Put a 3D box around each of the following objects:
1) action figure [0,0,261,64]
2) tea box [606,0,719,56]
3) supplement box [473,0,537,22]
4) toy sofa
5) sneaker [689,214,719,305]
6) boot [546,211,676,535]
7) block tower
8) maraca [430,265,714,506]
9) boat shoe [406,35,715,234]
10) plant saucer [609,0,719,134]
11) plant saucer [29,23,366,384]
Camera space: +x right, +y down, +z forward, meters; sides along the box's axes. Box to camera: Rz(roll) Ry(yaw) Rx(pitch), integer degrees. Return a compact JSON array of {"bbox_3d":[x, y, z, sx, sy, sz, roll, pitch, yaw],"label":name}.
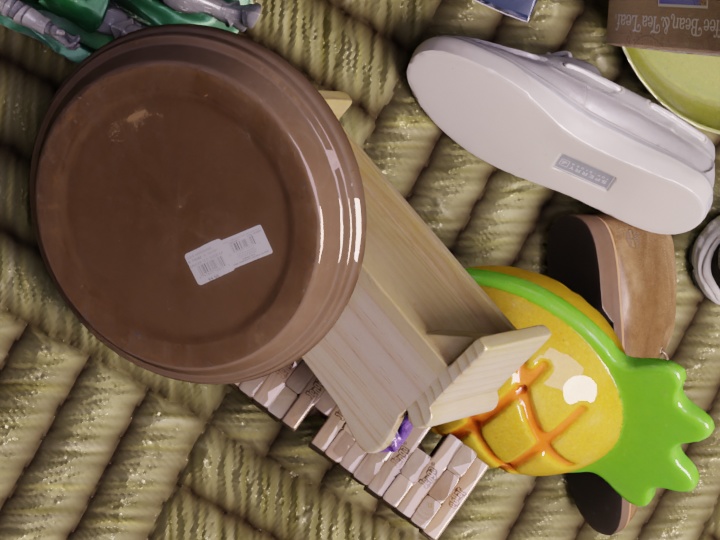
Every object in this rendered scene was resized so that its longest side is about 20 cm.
[{"bbox_3d":[-0.157,-0.159,1.198,0.200,0.055,0.118,20,93,-18],"label":"action figure"},{"bbox_3d":[0.271,-0.183,1.241,0.197,0.200,0.134,0,98,-21],"label":"tea box"},{"bbox_3d":[0.037,-0.273,1.158,0.200,0.134,0.200,22,111,-9],"label":"supplement box"},{"bbox_3d":[0.000,0.000,1.208,0.200,0.083,0.098,50,115,17],"label":"toy sofa"},{"bbox_3d":[0.300,-0.046,1.368,0.200,0.079,0.074,-43,107,-12],"label":"sneaker"},{"bbox_3d":[0.164,0.062,1.340,0.075,0.074,0.200,-7,99,-33],"label":"boot"},{"bbox_3d":[-0.022,0.071,1.237,0.200,0.054,0.058,36,82,2],"label":"block tower"},{"bbox_3d":[0.108,0.067,1.267,0.107,0.200,0.137,-51,157,-39],"label":"maraca"},{"bbox_3d":[0.124,-0.095,1.302,0.200,0.072,0.069,23,51,-4],"label":"boat shoe"},{"bbox_3d":[0.237,-0.183,1.351,0.200,0.031,0.200,-3,98,-21],"label":"plant saucer"},{"bbox_3d":[-0.094,-0.032,1.171,0.200,0.029,0.200,6,106,20],"label":"plant saucer"}]
